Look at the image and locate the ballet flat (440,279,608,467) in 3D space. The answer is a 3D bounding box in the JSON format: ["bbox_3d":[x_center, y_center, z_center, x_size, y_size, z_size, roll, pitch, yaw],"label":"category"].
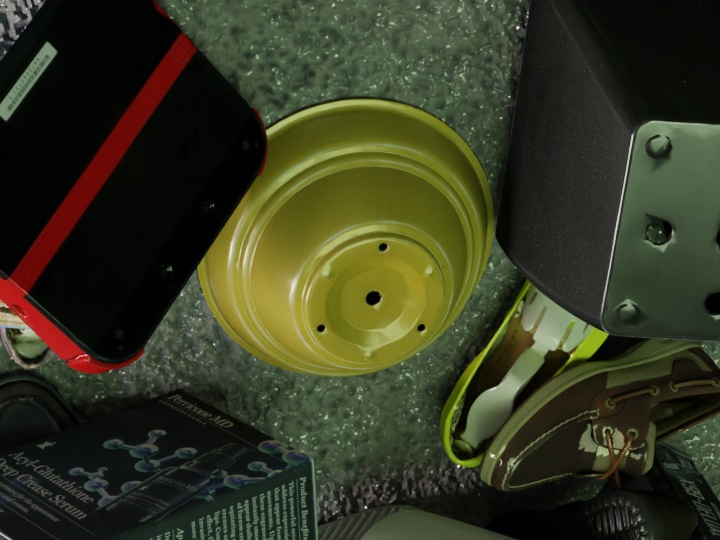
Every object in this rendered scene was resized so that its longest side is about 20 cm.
[{"bbox_3d":[0.116,0.052,1.425,0.067,0.067,0.201,36,109,5],"label":"ballet flat"}]

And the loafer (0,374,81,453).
[{"bbox_3d":[-0.201,0.164,1.411,0.071,0.063,0.202,-13,121,-7],"label":"loafer"}]

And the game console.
[{"bbox_3d":[-0.152,-0.060,1.260,0.177,0.031,0.201,45,62,-27],"label":"game console"}]

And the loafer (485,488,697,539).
[{"bbox_3d":[0.156,0.193,1.471,0.071,0.199,0.074,-1,78,-33],"label":"loafer"}]

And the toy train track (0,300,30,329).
[{"bbox_3d":[-0.256,0.025,1.290,0.198,0.033,0.116,4,125,11],"label":"toy train track"}]

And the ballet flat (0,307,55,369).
[{"bbox_3d":[-0.188,-0.030,1.303,0.068,0.071,0.202,1,118,-15],"label":"ballet flat"}]

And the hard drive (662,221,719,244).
[{"bbox_3d":[0.253,-0.082,1.408,0.134,0.042,0.202,-15,120,-6],"label":"hard drive"}]

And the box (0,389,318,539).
[{"bbox_3d":[-0.145,0.170,1.332,0.199,0.148,0.108,-18,116,-37],"label":"box"}]

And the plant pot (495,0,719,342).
[{"bbox_3d":[0.202,-0.057,1.285,0.198,0.178,0.201,3,117,-8],"label":"plant pot"}]

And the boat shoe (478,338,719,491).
[{"bbox_3d":[0.169,0.104,1.431,0.199,0.072,0.073,-21,143,-33],"label":"boat shoe"}]

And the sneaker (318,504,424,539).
[{"bbox_3d":[-0.040,0.228,1.485,0.198,0.074,0.083,-12,116,-8],"label":"sneaker"}]

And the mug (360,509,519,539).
[{"bbox_3d":[0.092,0.252,1.413,0.150,0.152,0.188,-50,125,-36],"label":"mug"}]

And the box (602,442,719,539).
[{"bbox_3d":[0.184,0.240,1.503,0.049,0.158,0.201,26,109,-26],"label":"box"}]

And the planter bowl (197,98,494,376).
[{"bbox_3d":[0.000,0.000,1.363,0.198,0.084,0.202,-6,120,-11],"label":"planter bowl"}]
